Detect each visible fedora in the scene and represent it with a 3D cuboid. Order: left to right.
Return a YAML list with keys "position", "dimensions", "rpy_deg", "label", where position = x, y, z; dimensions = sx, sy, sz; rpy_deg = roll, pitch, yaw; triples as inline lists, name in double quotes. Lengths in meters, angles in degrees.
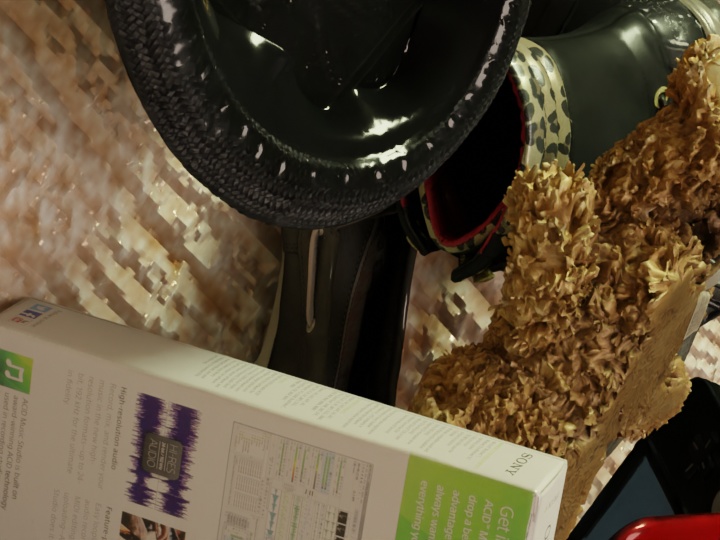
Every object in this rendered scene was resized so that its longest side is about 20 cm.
- position: [-0.030, -0.114, 0.915]
  dimensions: [0.200, 0.091, 0.201]
  rpy_deg: [-20, 120, -40]
  label: "fedora"

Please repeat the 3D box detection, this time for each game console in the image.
- position: [0.075, 0.145, 1.157]
  dimensions: [0.118, 0.173, 0.200]
  rpy_deg: [24, 113, -26]
  label: "game console"

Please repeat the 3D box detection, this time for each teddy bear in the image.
- position: [0.084, 0.006, 0.990]
  dimensions: [0.145, 0.067, 0.200]
  rpy_deg: [3, 118, -61]
  label: "teddy bear"

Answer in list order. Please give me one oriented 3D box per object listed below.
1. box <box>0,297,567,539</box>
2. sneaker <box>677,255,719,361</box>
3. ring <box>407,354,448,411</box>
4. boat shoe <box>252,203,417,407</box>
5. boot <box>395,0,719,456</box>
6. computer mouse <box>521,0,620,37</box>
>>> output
- position: [-0.038, 0.104, 0.944]
  dimensions: [0.036, 0.199, 0.145]
  rpy_deg: [-35, 138, -61]
  label: "box"
- position: [0.162, -0.021, 1.232]
  dimensions: [0.200, 0.084, 0.077]
  rpy_deg: [-59, 144, -10]
  label: "sneaker"
- position: [0.009, 0.129, 1.063]
  dimensions: [0.200, 0.019, 0.201]
  rpy_deg: [10, 90, -80]
  label: "ring"
- position: [0.000, 0.000, 1.055]
  dimensions: [0.067, 0.057, 0.201]
  rpy_deg: [-13, 120, -49]
  label: "boat shoe"
- position: [0.062, -0.007, 1.064]
  dimensions: [0.154, 0.073, 0.204]
  rpy_deg: [-15, 126, -54]
  label: "boot"
- position: [0.109, -0.098, 1.151]
  dimensions: [0.140, 0.046, 0.201]
  rpy_deg: [11, 101, -53]
  label: "computer mouse"
